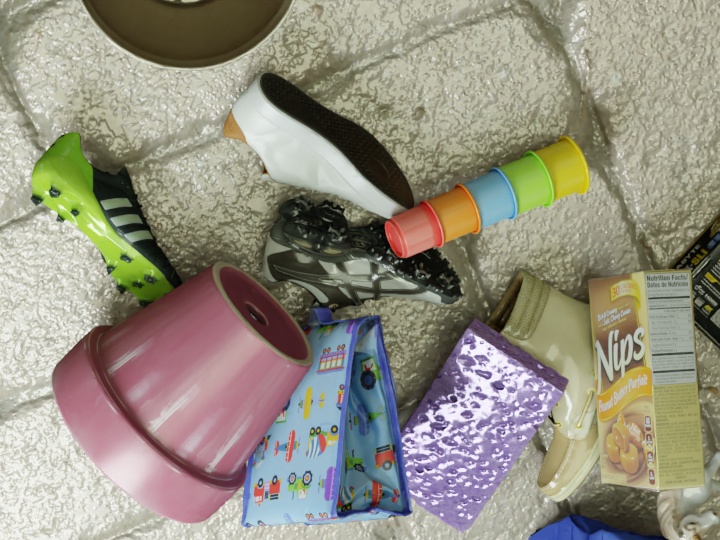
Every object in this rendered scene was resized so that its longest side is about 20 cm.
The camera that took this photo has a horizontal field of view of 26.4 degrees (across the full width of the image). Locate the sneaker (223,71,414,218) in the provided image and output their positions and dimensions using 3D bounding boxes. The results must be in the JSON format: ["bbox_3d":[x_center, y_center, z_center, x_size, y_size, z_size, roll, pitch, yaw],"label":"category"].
[{"bbox_3d":[-0.041,-0.103,1.444,0.200,0.073,0.085,36,125,-20],"label":"sneaker"}]

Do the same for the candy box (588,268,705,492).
[{"bbox_3d":[0.268,0.102,1.444,0.055,0.115,0.201,-3,87,-18],"label":"candy box"}]

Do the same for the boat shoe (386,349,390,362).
[{"bbox_3d":[-0.004,0.160,1.511,0.065,0.072,0.201,14,108,-18],"label":"boat shoe"}]

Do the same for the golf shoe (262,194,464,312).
[{"bbox_3d":[0.000,0.000,1.474,0.199,0.078,0.095,22,123,-15],"label":"golf shoe"}]

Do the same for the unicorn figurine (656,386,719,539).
[{"bbox_3d":[0.325,0.191,1.529,0.137,0.200,0.074,-30,148,-19],"label":"unicorn figurine"}]

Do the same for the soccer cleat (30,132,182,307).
[{"bbox_3d":[-0.222,-0.044,1.422,0.067,0.081,0.200,-10,133,39],"label":"soccer cleat"}]

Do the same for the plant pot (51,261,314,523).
[{"bbox_3d":[-0.147,0.098,1.392,0.179,0.200,0.200,-43,107,13],"label":"plant pot"}]

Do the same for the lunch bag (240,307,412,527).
[{"bbox_3d":[-0.039,0.134,1.430,0.094,0.150,0.201,5,76,-38],"label":"lunch bag"}]

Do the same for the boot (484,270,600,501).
[{"bbox_3d":[0.180,0.115,1.520,0.155,0.073,0.201,23,94,-15],"label":"boot"}]

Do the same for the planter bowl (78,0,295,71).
[{"bbox_3d":[-0.152,-0.282,1.331,0.199,0.135,0.201,-2,105,-8],"label":"planter bowl"}]

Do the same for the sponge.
[{"bbox_3d":[0.106,0.155,1.501,0.111,0.030,0.200,32,118,3],"label":"sponge"}]

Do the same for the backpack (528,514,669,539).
[{"bbox_3d":[0.283,0.343,1.538,0.199,0.168,0.163,17,65,-20],"label":"backpack"}]

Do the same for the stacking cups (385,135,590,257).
[{"bbox_3d":[0.117,-0.066,1.453,0.199,0.060,0.061,-22,108,-13],"label":"stacking cups"}]

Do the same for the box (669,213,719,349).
[{"bbox_3d":[0.423,0.026,1.550,0.200,0.049,0.160,40,93,-16],"label":"box"}]
